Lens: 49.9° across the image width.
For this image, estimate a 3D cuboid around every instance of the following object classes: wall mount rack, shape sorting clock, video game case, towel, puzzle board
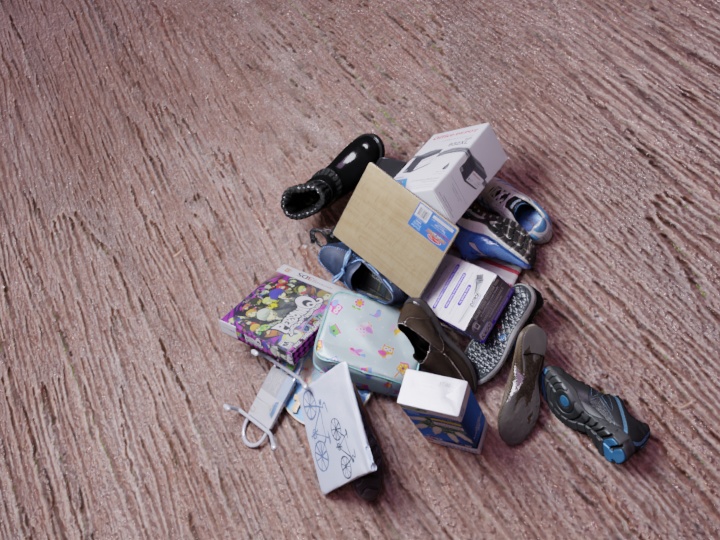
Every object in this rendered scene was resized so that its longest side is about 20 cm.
[{"bbox_3d":[-0.160,0.235,1.403,0.172,0.074,0.202,25,86,40],"label":"wall mount rack"},{"bbox_3d":[-0.063,0.191,1.439,0.197,0.039,0.203,-9,60,16],"label":"shape sorting clock"},{"bbox_3d":[-0.137,0.079,1.478,0.179,0.036,0.200,20,45,30],"label":"video game case"},{"bbox_3d":[0.212,0.024,1.440,0.142,0.023,0.202,22,73,28],"label":"towel"},{"bbox_3d":[0.059,-0.067,1.334,0.199,0.017,0.152,38,116,17],"label":"puzzle board"}]

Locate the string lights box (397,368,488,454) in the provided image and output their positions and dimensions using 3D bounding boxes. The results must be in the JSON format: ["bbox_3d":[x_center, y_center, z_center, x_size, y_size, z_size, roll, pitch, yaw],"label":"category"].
[{"bbox_3d":[0.137,0.229,1.248,0.101,0.201,0.060,9,65,24],"label":"string lights box"}]

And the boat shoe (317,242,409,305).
[{"bbox_3d":[0.000,0.000,1.394,0.198,0.068,0.086,20,110,28],"label":"boat shoe"}]

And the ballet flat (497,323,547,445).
[{"bbox_3d":[0.269,0.189,1.294,0.066,0.046,0.204,11,90,-8],"label":"ballet flat"}]

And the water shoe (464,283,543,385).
[{"bbox_3d":[0.253,0.119,1.347,0.071,0.078,0.202,44,109,36],"label":"water shoe"}]

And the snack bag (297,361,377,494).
[{"bbox_3d":[-0.042,0.263,1.302,0.021,0.200,0.191,-4,67,-31],"label":"snack bag"}]

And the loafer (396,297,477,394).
[{"bbox_3d":[0.123,0.145,1.325,0.071,0.073,0.201,-40,96,-34],"label":"loafer"}]

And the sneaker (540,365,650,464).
[{"bbox_3d":[0.375,0.224,1.256,0.081,0.074,0.200,-22,50,-26],"label":"sneaker"}]

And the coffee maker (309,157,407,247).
[{"bbox_3d":[0.029,-0.115,1.500,0.190,0.135,0.201,27,64,10],"label":"coffee maker"}]

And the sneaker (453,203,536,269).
[{"bbox_3d":[0.229,-0.054,1.423,0.198,0.090,0.079,30,41,14],"label":"sneaker"}]

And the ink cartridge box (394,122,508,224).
[{"bbox_3d":[0.148,-0.167,1.391,0.144,0.084,0.200,-2,39,50],"label":"ink cartridge box"}]

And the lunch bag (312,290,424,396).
[{"bbox_3d":[0.022,0.127,1.389,0.197,0.077,0.162,16,59,0],"label":"lunch bag"}]

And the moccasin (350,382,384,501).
[{"bbox_3d":[-0.010,0.296,1.343,0.073,0.078,0.204,-20,73,-11],"label":"moccasin"}]

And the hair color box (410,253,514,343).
[{"bbox_3d":[0.162,0.037,1.362,0.199,0.065,0.110,28,85,53],"label":"hair color box"}]

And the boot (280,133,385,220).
[{"bbox_3d":[-0.052,-0.183,1.535,0.211,0.157,0.080,-43,84,27],"label":"boot"}]

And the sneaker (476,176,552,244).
[{"bbox_3d":[0.285,-0.127,1.465,0.072,0.073,0.200,-43,56,-5],"label":"sneaker"}]
